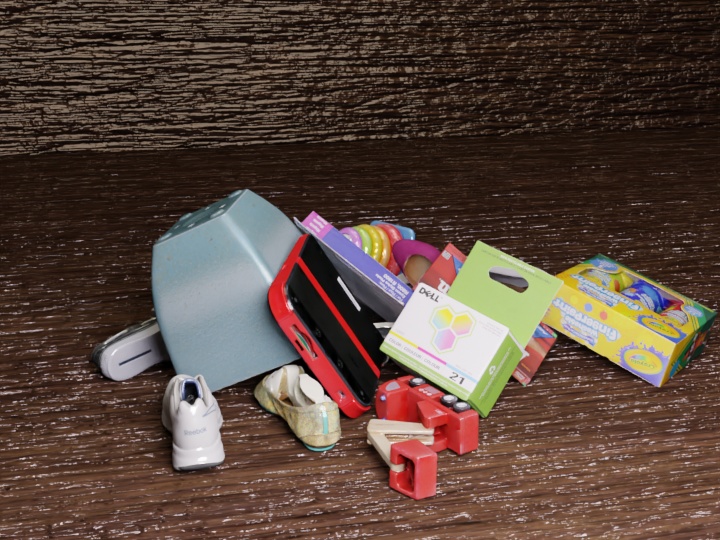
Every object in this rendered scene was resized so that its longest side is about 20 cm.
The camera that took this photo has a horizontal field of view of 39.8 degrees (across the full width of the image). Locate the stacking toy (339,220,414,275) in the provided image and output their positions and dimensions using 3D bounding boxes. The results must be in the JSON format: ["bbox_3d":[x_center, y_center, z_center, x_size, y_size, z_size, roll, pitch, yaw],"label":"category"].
[{"bbox_3d":[-0.008,-0.037,1.699,0.115,0.112,0.198,15,3,42],"label":"stacking toy"}]

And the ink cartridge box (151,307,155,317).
[{"bbox_3d":[-0.248,0.051,1.622,0.117,0.043,0.200,3,19,11],"label":"ink cartridge box"}]

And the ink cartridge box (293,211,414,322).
[{"bbox_3d":[0.000,0.000,1.410,0.195,0.043,0.200,39,-11,12],"label":"ink cartridge box"}]

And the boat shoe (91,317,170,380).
[{"bbox_3d":[-0.290,0.093,1.414,0.198,0.074,0.070,-17,27,-40],"label":"boat shoe"}]

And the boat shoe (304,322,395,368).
[{"bbox_3d":[0.013,0.112,1.393,0.196,0.069,0.072,4,-31,-20],"label":"boat shoe"}]

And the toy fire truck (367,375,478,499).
[{"bbox_3d":[0.058,0.184,1.140,0.139,0.050,0.199,-10,19,-31],"label":"toy fire truck"}]

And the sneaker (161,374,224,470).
[{"bbox_3d":[-0.195,0.157,1.168,0.073,0.089,0.200,-7,16,-16],"label":"sneaker"}]

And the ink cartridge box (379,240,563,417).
[{"bbox_3d":[0.140,0.057,1.258,0.146,0.202,0.076,27,-9,35],"label":"ink cartridge box"}]

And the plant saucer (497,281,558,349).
[{"bbox_3d":[0.194,0.067,1.457,0.195,0.030,0.201,3,29,-2],"label":"plant saucer"}]

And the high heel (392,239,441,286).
[{"bbox_3d":[0.088,0.013,1.435,0.095,0.069,0.199,-7,32,-40],"label":"high heel"}]

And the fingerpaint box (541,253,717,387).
[{"bbox_3d":[0.380,0.063,1.415,0.198,0.075,0.166,31,30,30],"label":"fingerpaint box"}]

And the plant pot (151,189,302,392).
[{"bbox_3d":[-0.168,0.014,1.317,0.193,0.203,0.197,-22,15,18],"label":"plant pot"}]

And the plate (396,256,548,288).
[{"bbox_3d":[0.174,0.008,1.584,0.197,0.033,0.198,6,-12,-41],"label":"plate"}]

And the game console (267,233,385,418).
[{"bbox_3d":[-0.038,0.070,1.262,0.031,0.202,0.178,-27,19,21],"label":"game console"}]

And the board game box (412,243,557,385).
[{"bbox_3d":[0.172,0.058,1.365,0.199,0.020,0.103,40,48,4],"label":"board game box"}]

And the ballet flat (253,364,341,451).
[{"bbox_3d":[-0.078,0.153,1.219,0.069,0.072,0.199,-8,17,-24],"label":"ballet flat"}]

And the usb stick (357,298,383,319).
[{"bbox_3d":[-0.004,0.040,1.668,0.054,0.033,0.199,-8,18,-27],"label":"usb stick"}]
